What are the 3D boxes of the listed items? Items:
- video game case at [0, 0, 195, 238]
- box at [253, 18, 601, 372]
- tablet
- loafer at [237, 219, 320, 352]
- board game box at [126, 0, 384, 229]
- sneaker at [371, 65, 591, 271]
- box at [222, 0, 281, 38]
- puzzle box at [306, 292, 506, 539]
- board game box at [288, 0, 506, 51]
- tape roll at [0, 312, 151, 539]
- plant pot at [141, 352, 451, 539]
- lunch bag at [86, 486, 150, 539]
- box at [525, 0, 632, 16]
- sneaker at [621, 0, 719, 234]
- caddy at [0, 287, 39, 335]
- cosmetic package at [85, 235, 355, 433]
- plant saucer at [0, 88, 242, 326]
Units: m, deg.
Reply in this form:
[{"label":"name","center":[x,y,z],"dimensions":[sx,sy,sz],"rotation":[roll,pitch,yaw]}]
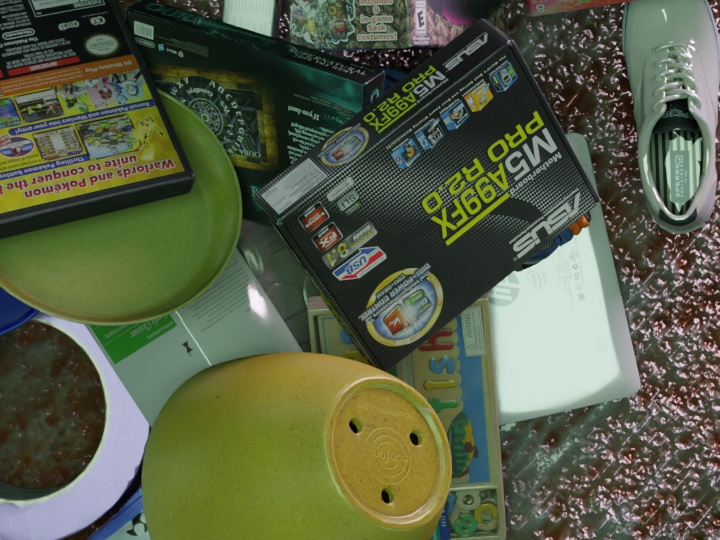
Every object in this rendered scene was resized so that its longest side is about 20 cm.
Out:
[{"label":"video game case","center":[-0.236,-0.110,1.457],"dimensions":[0.199,0.026,0.181],"rotation":[-15,66,-25]},{"label":"box","center":[0.048,-0.049,1.463],"dimensions":[0.200,0.044,0.160],"rotation":[-37,127,-5]},{"label":"tablet","center":[0.125,0.008,1.607],"dimensions":[0.129,0.014,0.201],"rotation":[-13,90,5]},{"label":"loafer","center":[-0.070,0.004,1.606],"dimensions":[0.072,0.063,0.201],"rotation":[-20,93,-28]},{"label":"board game box","center":[-0.078,-0.100,1.508],"dimensions":[0.199,0.028,0.136],"rotation":[20,123,25]},{"label":"sneaker","center":[0.072,-0.076,1.568],"dimensions":[0.200,0.075,0.079],"rotation":[41,95,7]},{"label":"box","center":[-0.080,-0.194,1.605],"dimensions":[0.041,0.039,0.201],"rotation":[5,91,6]},{"label":"puzzle box","center":[0.035,0.109,1.574],"dimensions":[0.132,0.025,0.201],"rotation":[-4,113,5]},{"label":"board game box","center":[0.028,-0.255,1.517],"dimensions":[0.096,0.159,0.201],"rotation":[2,97,29]},{"label":"tape roll","center":[-0.249,0.102,1.612],"dimensions":[0.199,0.066,0.201],"rotation":[0,91,5]},{"label":"plant pot","center":[-0.023,0.135,1.413],"dimensions":[0.199,0.142,0.201],"rotation":[15,63,-32]},{"label":"lunch bag","center":[-0.125,0.239,1.529],"dimensions":[0.170,0.200,0.124],"rotation":[48,52,0]},{"label":"box","center":[0.207,-0.260,1.536],"dimensions":[0.199,0.103,0.095],"rotation":[-8,53,4]},{"label":"sneaker","center":[0.231,-0.127,1.567],"dimensions":[0.073,0.071,0.201],"rotation":[-8,91,4]},{"label":"caddy","center":[-0.304,-0.012,1.538],"dimensions":[0.199,0.105,0.142],"rotation":[-24,78,15]},{"label":"cosmetic package","center":[-0.102,0.074,1.543],"dimensions":[0.107,0.085,0.201],"rotation":[-32,91,48]},{"label":"plant saucer","center":[-0.180,-0.045,1.468],"dimensions":[0.199,0.031,0.201],"rotation":[8,58,-13]}]
